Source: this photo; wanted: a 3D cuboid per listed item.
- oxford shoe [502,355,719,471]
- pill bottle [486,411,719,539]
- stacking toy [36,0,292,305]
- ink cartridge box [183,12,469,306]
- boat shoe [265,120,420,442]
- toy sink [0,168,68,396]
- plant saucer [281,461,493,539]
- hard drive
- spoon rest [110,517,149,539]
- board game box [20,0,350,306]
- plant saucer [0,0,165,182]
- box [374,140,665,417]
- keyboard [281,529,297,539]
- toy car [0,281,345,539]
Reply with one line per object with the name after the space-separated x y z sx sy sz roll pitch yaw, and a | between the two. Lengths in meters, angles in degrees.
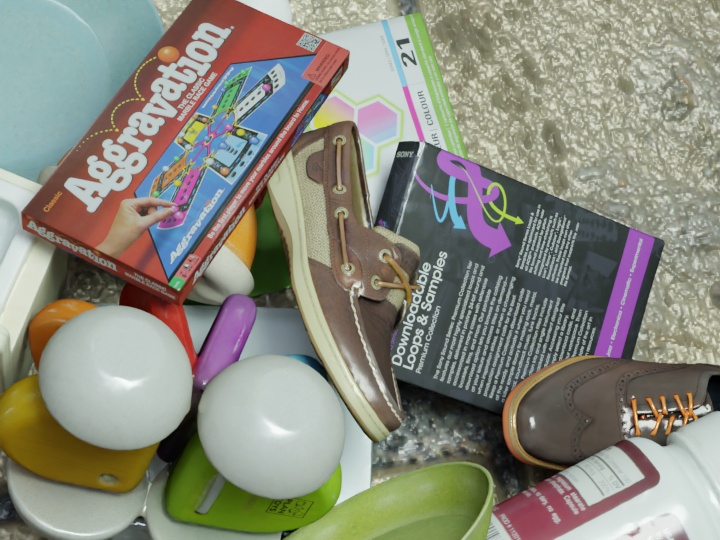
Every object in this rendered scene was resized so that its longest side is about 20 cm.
0.177 0.084 1.174 0.199 0.072 0.071 -6 87 -34 | oxford shoe
0.144 0.168 1.105 0.199 0.114 0.114 -25 79 -6 | pill bottle
-0.094 -0.092 1.163 0.146 0.146 0.200 28 75 -1 | stacking toy
-0.040 -0.067 1.221 0.199 0.076 0.148 -14 76 -15 | ink cartridge box
0.000 0.000 1.092 0.072 0.072 0.201 -21 59 7 | boat shoe
-0.246 -0.003 1.101 0.130 0.200 0.112 21 71 -2 | toy sink
-0.007 0.175 1.047 0.200 0.200 0.031 -34 101 -17 | plant saucer
-0.091 0.087 1.175 0.199 0.027 0.132 2 71 0 | hard drive
-0.112 0.235 1.097 0.060 0.100 0.201 -7 55 -3 | spoon rest
-0.097 -0.077 1.085 0.103 0.019 0.200 24 57 12 | board game box
-0.224 -0.129 1.228 0.200 0.039 0.202 2 73 -8 | plant saucer
0.090 0.017 1.187 0.200 0.036 0.143 21 83 -30 | box
-0.062 0.198 1.157 0.104 0.040 0.201 24 72 -1 | keyboard
-0.102 0.076 1.076 0.199 0.175 0.150 18 51 -10 | toy car
